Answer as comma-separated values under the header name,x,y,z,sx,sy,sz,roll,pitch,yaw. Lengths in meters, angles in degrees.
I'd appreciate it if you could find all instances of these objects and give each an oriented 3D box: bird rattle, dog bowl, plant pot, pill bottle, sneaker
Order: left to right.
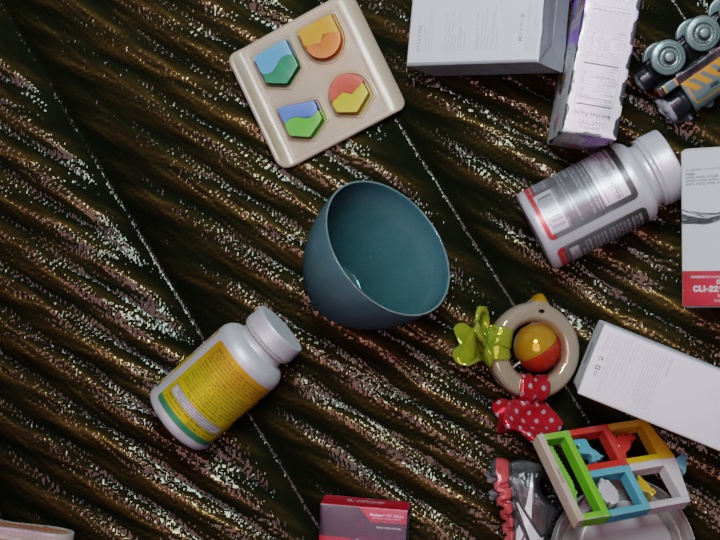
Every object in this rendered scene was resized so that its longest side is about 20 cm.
name,x,y,z,sx,sy,sz,roll,pitch,yaw
sneaker,-0.514,0.404,1.606,0.200,0.071,0.080,6,86,7
pill bottle,-0.182,0.144,1.538,0.200,0.113,0.113,-42,84,6
plant pot,0.000,0.000,1.489,0.135,0.200,0.200,-39,83,42
bird rattle,0.223,0.123,1.489,0.163,0.113,0.200,-37,87,-10
sneaker,0.231,0.347,1.495,0.098,0.071,0.201,-10,88,9
pill bottle,0.318,-0.096,1.464,0.200,0.114,0.114,-27,86,7
dog bowl,0.337,0.372,1.449,0.200,0.059,0.200,4,75,-16

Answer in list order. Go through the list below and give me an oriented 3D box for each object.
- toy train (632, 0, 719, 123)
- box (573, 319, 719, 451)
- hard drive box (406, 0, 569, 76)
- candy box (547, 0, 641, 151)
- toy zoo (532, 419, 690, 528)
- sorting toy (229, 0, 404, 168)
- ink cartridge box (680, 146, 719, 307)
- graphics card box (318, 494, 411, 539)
name,x,y,z,sx,sy,sz,roll,pitch,yaw
toy train,0.462,-0.282,1.464,0.200,0.085,0.114,-35,94,7
box,0.389,0.147,1.447,0.200,0.124,0.098,22,93,8
hard drive box,0.168,-0.341,1.467,0.200,0.077,0.156,7,91,35
candy box,0.300,-0.262,1.439,0.071,0.168,0.200,10,92,2
toy zoo,0.337,0.257,1.440,0.200,0.020,0.131,-5,49,-22
sorting toy,-0.063,-0.266,1.561,0.200,0.036,0.185,-26,86,7
ink cartridge box,0.479,-0.054,1.417,0.084,0.144,0.200,-2,89,46
graphics card box,0.003,0.418,1.540,0.125,0.051,0.200,4,91,8
